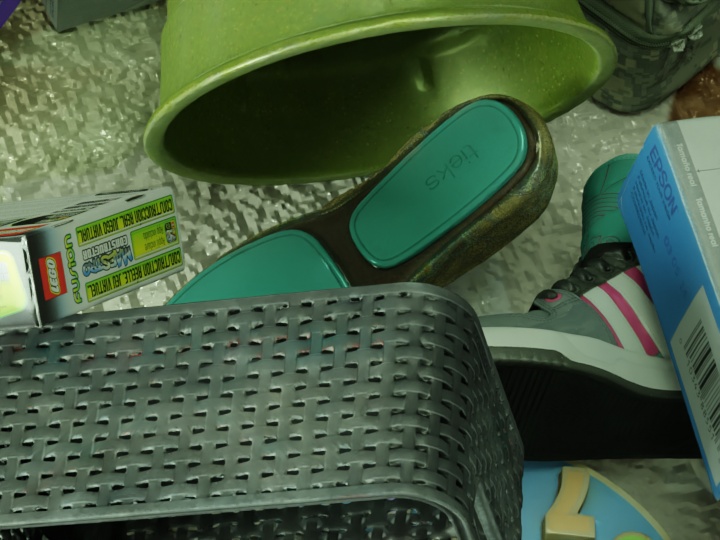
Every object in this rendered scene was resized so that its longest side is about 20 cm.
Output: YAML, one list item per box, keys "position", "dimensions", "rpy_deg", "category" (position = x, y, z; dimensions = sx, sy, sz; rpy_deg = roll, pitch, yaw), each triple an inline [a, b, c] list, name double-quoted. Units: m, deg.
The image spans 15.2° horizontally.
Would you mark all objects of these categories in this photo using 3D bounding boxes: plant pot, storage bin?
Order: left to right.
- position: [-0.045, 0.086, 1.011]
  dimensions: [0.199, 0.135, 0.094]
  rpy_deg: [-6, 52, 13]
  category: "storage bin"
- position: [-0.009, -0.157, 1.133]
  dimensions: [0.199, 0.200, 0.191]
  rpy_deg: [-9, 77, -12]
  category: "plant pot"

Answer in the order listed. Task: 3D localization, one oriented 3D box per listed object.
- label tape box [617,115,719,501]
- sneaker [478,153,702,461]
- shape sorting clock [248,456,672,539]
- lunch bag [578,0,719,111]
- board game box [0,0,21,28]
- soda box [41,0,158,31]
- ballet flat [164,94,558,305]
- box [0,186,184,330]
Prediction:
- position: [0.219, 0.005, 1.074]
  dimensions: [0.199, 0.063, 0.145]
  rpy_deg: [-7, 61, -16]
  category: "label tape box"
- position: [0.100, 0.009, 1.126]
  dimensions: [0.199, 0.084, 0.121]
  rpy_deg: [5, 53, -27]
  category: "sneaker"
- position: [0.045, 0.148, 1.073]
  dimensions: [0.199, 0.039, 0.201]
  rpy_deg: [3, 58, -5]
  category: "shape sorting clock"
- position: [0.146, -0.194, 1.224]
  dimensions: [0.139, 0.168, 0.200]
  rpy_deg: [41, 62, 18]
  category: "lunch bag"
- position: [-0.228, -0.171, 1.191]
  dimensions: [0.199, 0.045, 0.135]
  rpy_deg: [31, 79, 25]
  category: "board game box"
- position: [-0.060, -0.180, 1.248]
  dimensions: [0.199, 0.068, 0.064]
  rpy_deg: [-19, 62, -18]
  category: "soda box"
- position: [0.000, 0.000, 1.137]
  dimensions: [0.200, 0.071, 0.071]
  rpy_deg: [-35, 64, 8]
  category: "ballet flat"
- position: [-0.181, 0.001, 1.051]
  dimensions: [0.199, 0.035, 0.110]
  rpy_deg: [-4, 9, 27]
  category: "box"
